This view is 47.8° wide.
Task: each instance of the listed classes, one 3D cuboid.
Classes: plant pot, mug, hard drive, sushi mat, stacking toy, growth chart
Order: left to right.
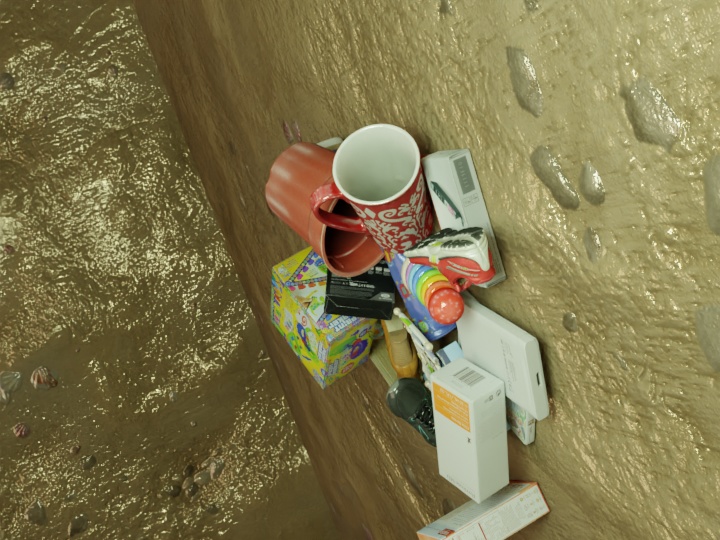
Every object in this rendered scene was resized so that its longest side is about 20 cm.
[{"bbox_3d":[-0.054,-0.123,1.433,0.194,0.200,0.203,34,145,37],"label":"plant pot"},{"bbox_3d":[0.026,-0.120,1.276,0.200,0.175,0.135,57,-137,-62],"label":"mug"},{"bbox_3d":[0.082,0.206,1.673,0.201,0.094,0.012,52,133,41],"label":"sushi mat"},{"bbox_3d":[0.123,0.169,1.396,0.145,0.018,0.202,46,162,57],"label":"growth chart"},{"bbox_3d":[0.119,0.027,1.262,0.200,0.084,0.087,-113,5,-73],"label":"stacking toy"},{"bbox_3d":[0.210,0.126,1.236,0.200,0.026,0.134,35,143,60],"label":"hard drive"}]

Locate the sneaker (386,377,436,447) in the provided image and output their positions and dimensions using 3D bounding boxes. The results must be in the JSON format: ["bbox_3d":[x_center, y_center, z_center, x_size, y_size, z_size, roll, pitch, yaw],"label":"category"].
[{"bbox_3d":[0.123,0.257,1.439,0.200,0.076,0.079,44,168,-35],"label":"sneaker"}]

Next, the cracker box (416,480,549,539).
[{"bbox_3d":[0.208,0.433,1.396,0.058,0.198,0.134,65,162,5],"label":"cracker box"}]

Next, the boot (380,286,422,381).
[{"bbox_3d":[0.079,0.134,1.546,0.202,0.070,0.146,-90,-11,-55],"label":"boot"}]

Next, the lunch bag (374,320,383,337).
[{"bbox_3d":[-0.013,0.066,1.740,0.172,0.121,0.200,64,168,12],"label":"lunch bag"}]

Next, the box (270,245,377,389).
[{"bbox_3d":[-0.076,0.089,1.599,0.193,0.121,0.201,50,153,23],"label":"box"}]

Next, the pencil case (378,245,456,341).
[{"bbox_3d":[0.104,0.021,1.410,0.078,0.086,0.202,-23,91,46],"label":"pencil case"}]

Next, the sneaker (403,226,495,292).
[{"bbox_3d":[0.127,-0.010,1.181,0.086,0.076,0.200,65,163,-12],"label":"sneaker"}]

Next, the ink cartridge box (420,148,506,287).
[{"bbox_3d":[0.138,-0.082,1.247,0.173,0.043,0.203,12,123,67],"label":"ink cartridge box"}]

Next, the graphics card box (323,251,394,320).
[{"bbox_3d":[0.000,0.000,1.475,0.202,0.123,0.051,-89,7,-50],"label":"graphics card box"}]

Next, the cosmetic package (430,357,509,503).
[{"bbox_3d":[0.173,0.253,1.286,0.101,0.071,0.203,26,133,49],"label":"cosmetic package"}]

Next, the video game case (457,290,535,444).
[{"bbox_3d":[0.219,0.156,1.325,0.200,0.023,0.184,49,154,45],"label":"video game case"}]

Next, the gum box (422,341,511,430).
[{"bbox_3d":[0.181,0.228,1.431,0.171,0.044,0.200,59,169,15],"label":"gum box"}]

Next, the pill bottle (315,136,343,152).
[{"bbox_3d":[-0.049,-0.149,1.598,0.203,0.110,0.111,68,162,-1],"label":"pill bottle"}]
